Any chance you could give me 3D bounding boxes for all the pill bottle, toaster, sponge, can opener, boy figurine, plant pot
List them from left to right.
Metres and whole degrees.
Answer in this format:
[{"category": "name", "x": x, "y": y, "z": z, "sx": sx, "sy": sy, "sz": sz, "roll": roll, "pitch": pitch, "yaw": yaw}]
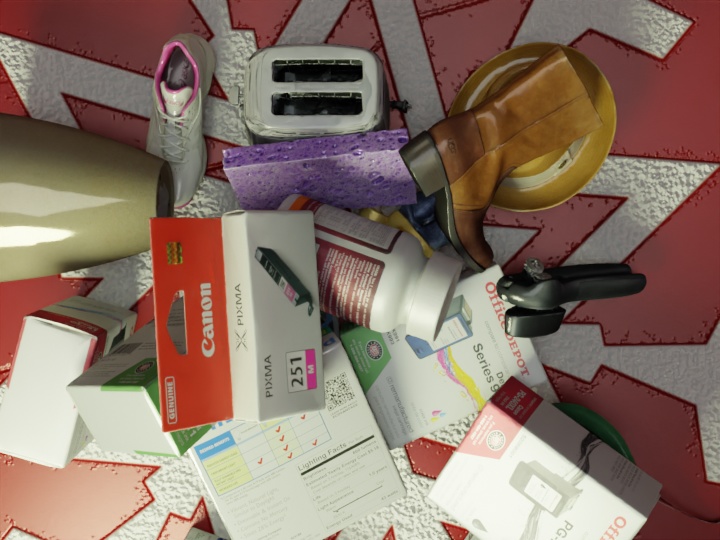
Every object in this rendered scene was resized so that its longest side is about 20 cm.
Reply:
[{"category": "plant pot", "x": -0.311, "y": -0.077, "z": 1.142, "sx": 0.197, "sy": 0.187, "sz": 0.190, "roll": 2, "pitch": 95, "yaw": 1}, {"category": "toaster", "x": -0.042, "y": -0.183, "z": 1.144, "sx": 0.197, "sy": 0.129, "sz": 0.115, "roll": 2, "pitch": 85, "yaw": 2}, {"category": "sponge", "x": -0.041, "y": -0.102, "z": 1.125, "sx": 0.198, "sy": 0.112, "sz": 0.030, "roll": -6, "pitch": 63, "yaw": 3}, {"category": "pill bottle", "x": 0.000, "y": 0.000, "z": 1.103, "sx": 0.198, "sy": 0.110, "sz": 0.111, "roll": 20, "pitch": 95, "yaw": 10}, {"category": "boy figurine", "x": 0.039, "y": -0.032, "z": 1.190, "sx": 0.199, "sy": 0.064, "sz": 0.125, "roll": -35, "pitch": 84, "yaw": 0}, {"category": "can opener", "x": 0.234, "y": 0.018, "z": 1.158, "sx": 0.198, "sy": 0.063, "sz": 0.079, "roll": -12, "pitch": 128, "yaw": -31}]

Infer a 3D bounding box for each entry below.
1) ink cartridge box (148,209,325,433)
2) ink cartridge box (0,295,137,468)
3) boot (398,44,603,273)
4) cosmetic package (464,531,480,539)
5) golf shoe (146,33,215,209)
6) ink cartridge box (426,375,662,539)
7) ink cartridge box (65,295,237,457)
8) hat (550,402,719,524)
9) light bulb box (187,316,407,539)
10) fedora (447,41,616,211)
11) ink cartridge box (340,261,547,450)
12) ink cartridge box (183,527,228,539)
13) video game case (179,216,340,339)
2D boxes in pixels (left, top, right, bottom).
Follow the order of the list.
[{"category": "ink cartridge box", "x": -0.112, "y": 0.044, "z": 0.986, "sx": 0.043, "sy": 0.173, "sz": 0.203, "roll": -3, "pitch": 90, "yaw": 42}, {"category": "ink cartridge box", "x": -0.321, "y": 0.116, "z": 1.150, "sx": 0.085, "sy": 0.200, "sz": 0.149, "roll": 15, "pitch": 95, "yaw": 0}, {"category": "boot", "x": 0.160, "y": -0.111, "z": 1.088, "sx": 0.199, "sy": 0.069, "sz": 0.189, "roll": -31, "pitch": 118, "yaw": 1}, {"category": "cosmetic package", "x": 0.182, "y": 0.407, "z": 1.162, "sx": 0.199, "sy": 0.165, "sz": 0.166, "roll": 31, "pitch": 103, "yaw": 0}, {"category": "golf shoe", "x": -0.212, "y": -0.170, "z": 1.178, "sx": 0.074, "sy": 0.092, "sz": 0.202, "roll": 5, "pitch": 96, "yaw": 1}, {"category": "ink cartridge box", "x": 0.194, "y": 0.236, "z": 1.103, "sx": 0.199, "sy": 0.083, "sz": 0.146, "roll": 36, "pitch": 115, "yaw": 14}, {"category": "ink cartridge box", "x": -0.172, "y": 0.092, "z": 1.054, "sx": 0.145, "sy": 0.200, "sz": 0.085, "roll": -6, "pitch": 116, "yaw": 45}, {"category": "hat", "x": 0.286, "y": 0.245, "z": 1.226, "sx": 0.165, "sy": 0.175, "sz": 0.202, "roll": -32, "pitch": 73, "yaw": 32}, {"category": "light bulb box", "x": -0.082, "y": 0.185, "z": 1.143, "sx": 0.197, "sy": 0.125, "sz": 0.202, "roll": -26, "pitch": 109, "yaw": -8}, {"category": "fedora", "x": 0.182, "y": -0.165, "z": 1.145, "sx": 0.198, "sy": 0.082, "sz": 0.203, "roll": -2, "pitch": 82, "yaw": 16}, {"category": "ink cartridge box", "x": 0.093, "y": 0.094, "z": 1.188, "sx": 0.198, "sy": 0.088, "sz": 0.147, "roll": -23, "pitch": 93, "yaw": 1}, {"category": "ink cartridge box", "x": -0.119, "y": 0.360, "z": 1.214, "sx": 0.198, "sy": 0.095, "sz": 0.037, "roll": 17, "pitch": 95, "yaw": 1}, {"category": "video game case", "x": -0.116, "y": 0.035, "z": 1.196, "sx": 0.180, "sy": 0.023, "sz": 0.202, "roll": -7, "pitch": 94, "yaw": -17}]
